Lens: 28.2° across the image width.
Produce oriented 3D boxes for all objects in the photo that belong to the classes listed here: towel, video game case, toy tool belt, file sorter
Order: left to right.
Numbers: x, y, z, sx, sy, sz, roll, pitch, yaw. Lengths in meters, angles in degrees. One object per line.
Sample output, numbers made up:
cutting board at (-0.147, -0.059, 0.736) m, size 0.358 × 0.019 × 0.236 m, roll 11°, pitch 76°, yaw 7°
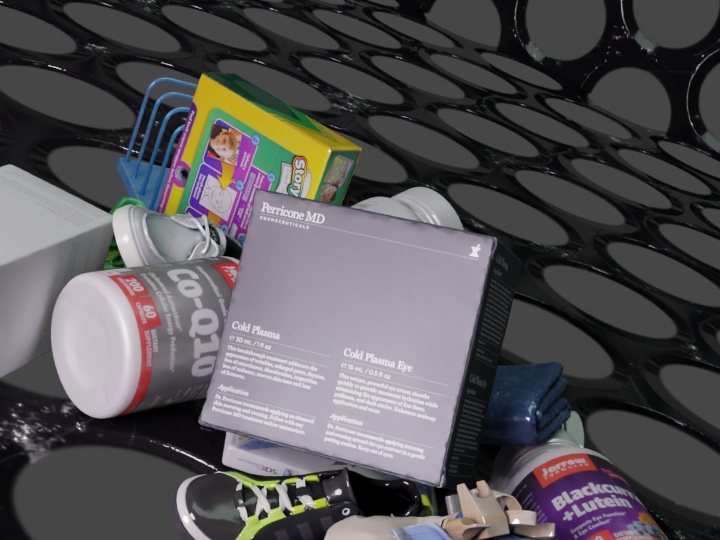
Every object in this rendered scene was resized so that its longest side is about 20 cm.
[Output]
file sorter at (-0.170, -0.113, 1.578) m, size 0.137 × 0.124 × 0.200 m, roll 11°, pitch 23°, yaw -26°
video game case at (-0.025, 0.138, 1.236) m, size 0.180 × 0.022 × 0.200 m, roll 19°, pitch 21°, yaw -8°
towel at (0.070, 0.107, 1.201) m, size 0.197 × 0.049 × 0.111 m, roll 2°, pitch 13°, yaw 24°
toy tool belt at (0.076, 0.209, 0.985) m, size 0.198 × 0.127 × 0.122 m, roll -6°, pitch -7°, yaw -38°

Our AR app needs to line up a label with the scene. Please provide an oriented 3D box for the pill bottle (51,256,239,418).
pill bottle at (-0.142, 0.049, 1.179) m, size 0.198 × 0.115 × 0.114 m, roll -9°, pitch 35°, yaw -44°

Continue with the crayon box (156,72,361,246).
crayon box at (-0.109, -0.065, 1.402) m, size 0.172 × 0.202 × 0.058 m, roll 32°, pitch 22°, yaw 26°

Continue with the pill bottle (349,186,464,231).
pill bottle at (0.000, 0.000, 1.332) m, size 0.199 × 0.115 × 0.113 m, roll -27°, pitch 48°, yaw -37°

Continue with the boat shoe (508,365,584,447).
boat shoe at (0.152, 0.143, 1.348) m, size 0.063 × 0.072 × 0.200 m, roll 16°, pitch 13°, yaw -16°

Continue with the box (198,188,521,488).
box at (0.003, 0.052, 1.091) m, size 0.197 × 0.185 × 0.104 m, roll 13°, pitch -4°, yaw 18°

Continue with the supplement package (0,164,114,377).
supplement package at (-0.303, 0.004, 1.150) m, size 0.116 × 0.118 × 0.200 m, roll 26°, pitch 20°, yaw 12°

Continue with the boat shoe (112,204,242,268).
boat shoe at (-0.152, -0.023, 1.262) m, size 0.201 × 0.071 × 0.071 m, roll 31°, pitch 41°, yaw -71°

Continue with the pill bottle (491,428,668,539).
pill bottle at (0.173, 0.210, 1.127) m, size 0.110 × 0.113 × 0.200 m, roll 13°, pitch 21°, yaw -22°

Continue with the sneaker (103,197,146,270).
sneaker at (-0.216, -0.009, 1.321) m, size 0.073 × 0.084 × 0.200 m, roll 13°, pitch 22°, yaw -23°

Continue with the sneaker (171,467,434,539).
sneaker at (-0.039, 0.165, 1.040) m, size 0.198 × 0.083 × 0.072 m, roll 10°, pitch 41°, yaw -30°
